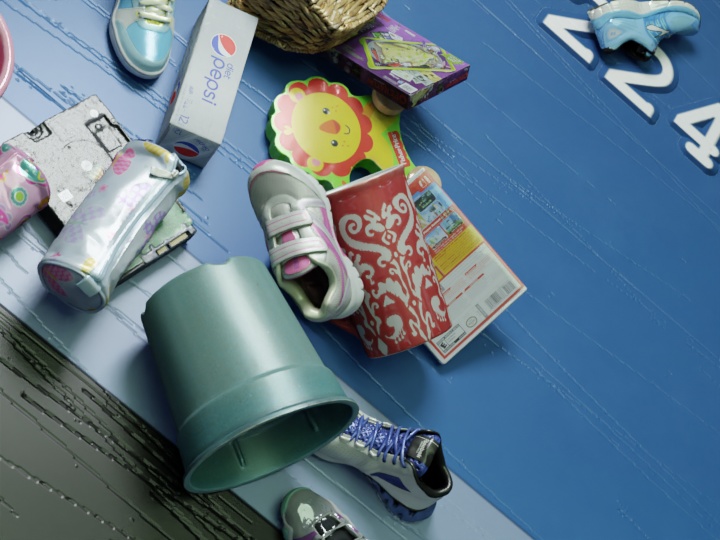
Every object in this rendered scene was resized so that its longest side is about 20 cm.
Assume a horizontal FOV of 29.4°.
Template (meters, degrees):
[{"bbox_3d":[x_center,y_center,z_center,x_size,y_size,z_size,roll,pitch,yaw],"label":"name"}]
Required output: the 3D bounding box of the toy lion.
[{"bbox_3d":[-0.018,-0.152,1.724,0.191,0.069,0.200,-14,75,-26],"label":"toy lion"}]

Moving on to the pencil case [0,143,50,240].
[{"bbox_3d":[-0.421,-0.054,1.429,0.200,0.087,0.087,-38,88,-33],"label":"pencil case"}]

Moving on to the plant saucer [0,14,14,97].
[{"bbox_3d":[-0.485,-0.240,1.510,0.200,0.051,0.201,13,61,-24],"label":"plant saucer"}]

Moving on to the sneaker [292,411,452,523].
[{"bbox_3d":[0.031,0.196,1.546,0.199,0.115,0.081,38,54,-8],"label":"sneaker"}]

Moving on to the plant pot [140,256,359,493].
[{"bbox_3d":[-0.132,0.104,1.465,0.200,0.200,0.196,-13,67,-33],"label":"plant pot"}]

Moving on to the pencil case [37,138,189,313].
[{"bbox_3d":[-0.261,-0.048,1.473,0.200,0.091,0.083,-59,141,-33],"label":"pencil case"}]

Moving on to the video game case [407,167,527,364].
[{"bbox_3d":[0.089,-0.005,1.687,0.143,0.017,0.200,-41,94,-6],"label":"video game case"}]

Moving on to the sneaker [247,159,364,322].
[{"bbox_3d":[-0.064,-0.030,1.514,0.200,0.081,0.088,60,18,-6],"label":"sneaker"}]

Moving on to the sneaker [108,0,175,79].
[{"bbox_3d":[-0.244,-0.339,1.640,0.079,0.131,0.200,8,64,-27],"label":"sneaker"}]

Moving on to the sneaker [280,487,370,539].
[{"bbox_3d":[0.005,0.303,1.464,0.078,0.140,0.200,-37,88,-36],"label":"sneaker"}]

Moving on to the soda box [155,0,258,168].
[{"bbox_3d":[-0.185,-0.228,1.661,0.068,0.063,0.200,22,58,-17],"label":"soda box"}]

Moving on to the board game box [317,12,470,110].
[{"bbox_3d":[0.027,-0.281,1.768,0.200,0.032,0.120,36,51,27],"label":"board game box"}]

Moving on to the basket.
[{"bbox_3d":[-0.054,-0.361,1.760,0.143,0.149,0.200,46,51,-16],"label":"basket"}]

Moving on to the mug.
[{"bbox_3d":[0.008,-0.004,1.622,0.133,0.177,0.200,-28,98,-52],"label":"mug"}]

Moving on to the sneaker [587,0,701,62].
[{"bbox_3d":[0.428,-0.357,2.069,0.200,0.078,0.090,-6,89,-27],"label":"sneaker"}]

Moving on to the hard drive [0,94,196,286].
[{"bbox_3d":[-0.295,-0.087,1.549,0.140,0.038,0.200,-37,87,-36],"label":"hard drive"}]
